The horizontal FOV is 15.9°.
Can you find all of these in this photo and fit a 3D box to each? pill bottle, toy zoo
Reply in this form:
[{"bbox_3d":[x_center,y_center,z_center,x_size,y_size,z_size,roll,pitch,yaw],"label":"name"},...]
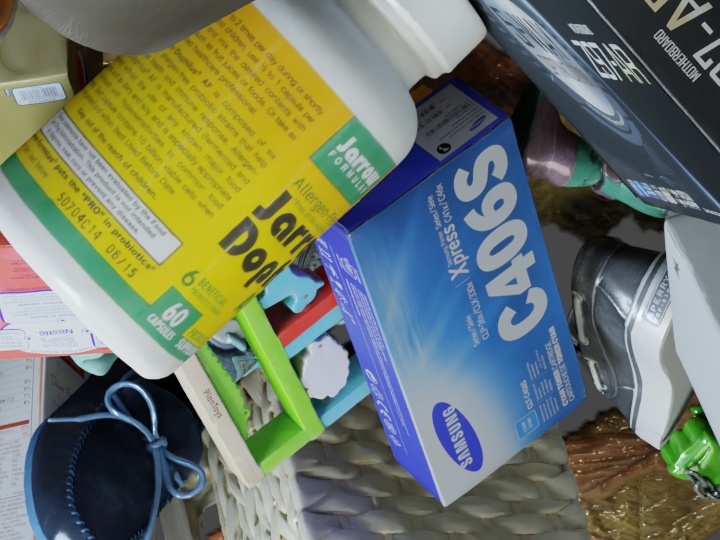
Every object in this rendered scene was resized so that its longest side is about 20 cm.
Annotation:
[{"bbox_3d":[-0.048,-0.060,1.060,0.200,0.113,0.113,-43,140,-1],"label":"pill bottle"},{"bbox_3d":[0.000,0.000,1.205,0.200,0.020,0.131,-38,138,-12],"label":"toy zoo"}]

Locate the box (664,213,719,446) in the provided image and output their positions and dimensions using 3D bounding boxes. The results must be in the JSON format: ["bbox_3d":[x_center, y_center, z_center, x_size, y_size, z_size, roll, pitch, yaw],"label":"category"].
[{"bbox_3d":[0.250,0.031,1.102,0.200,0.152,0.106,-19,145,-2],"label":"box"}]

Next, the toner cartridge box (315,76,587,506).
[{"bbox_3d":[0.042,0.014,1.202,0.095,0.043,0.200,-36,138,-14],"label":"toner cartridge box"}]

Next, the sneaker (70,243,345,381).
[{"bbox_3d":[-0.052,0.021,1.267,0.200,0.086,0.078,-1,147,-3],"label":"sneaker"}]

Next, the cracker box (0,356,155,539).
[{"bbox_3d":[-0.158,0.135,1.331,0.058,0.200,0.134,-13,146,17],"label":"cracker box"}]

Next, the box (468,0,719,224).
[{"bbox_3d":[0.100,-0.089,0.978,0.044,0.200,0.160,-44,102,-3],"label":"box"}]

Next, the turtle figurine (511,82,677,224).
[{"bbox_3d":[0.175,-0.043,1.183,0.200,0.101,0.150,20,137,-20],"label":"turtle figurine"}]

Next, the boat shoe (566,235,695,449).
[{"bbox_3d":[0.140,0.034,1.328,0.068,0.072,0.200,25,168,18],"label":"boat shoe"}]

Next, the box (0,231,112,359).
[{"bbox_3d":[-0.188,-0.021,1.183,0.200,0.095,0.103,-4,148,1],"label":"box"}]

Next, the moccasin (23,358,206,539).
[{"bbox_3d":[-0.115,0.079,1.285,0.068,0.200,0.081,-27,112,19],"label":"moccasin"}]

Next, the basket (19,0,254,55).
[{"bbox_3d":[-0.044,-0.171,0.934,0.180,0.136,0.200,27,141,-27],"label":"basket"}]

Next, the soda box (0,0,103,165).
[{"bbox_3d":[-0.215,-0.080,1.115,0.200,0.068,0.064,-7,147,6],"label":"soda box"}]

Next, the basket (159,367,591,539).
[{"bbox_3d":[0.010,0.131,1.377,0.200,0.136,0.123,5,145,-31],"label":"basket"}]

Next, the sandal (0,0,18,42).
[{"bbox_3d":[-0.215,-0.143,1.006,0.206,0.079,0.059,23,142,-32],"label":"sandal"}]

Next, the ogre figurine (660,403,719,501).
[{"bbox_3d":[0.270,0.070,1.363,0.200,0.098,0.120,-48,137,-3],"label":"ogre figurine"}]
